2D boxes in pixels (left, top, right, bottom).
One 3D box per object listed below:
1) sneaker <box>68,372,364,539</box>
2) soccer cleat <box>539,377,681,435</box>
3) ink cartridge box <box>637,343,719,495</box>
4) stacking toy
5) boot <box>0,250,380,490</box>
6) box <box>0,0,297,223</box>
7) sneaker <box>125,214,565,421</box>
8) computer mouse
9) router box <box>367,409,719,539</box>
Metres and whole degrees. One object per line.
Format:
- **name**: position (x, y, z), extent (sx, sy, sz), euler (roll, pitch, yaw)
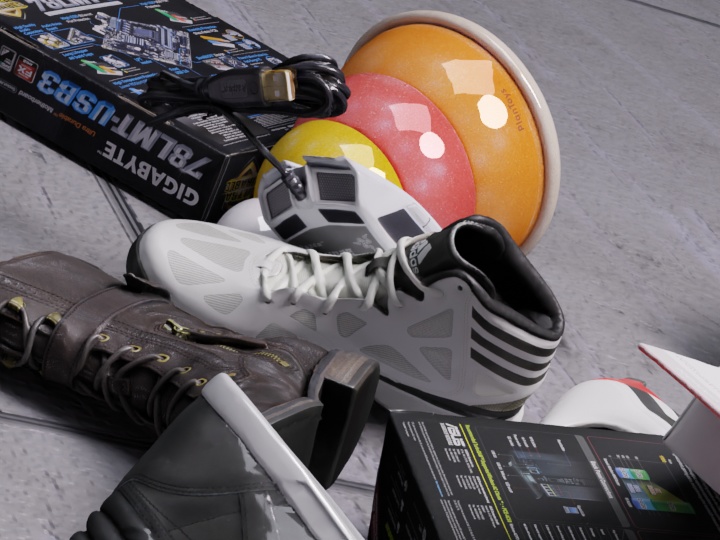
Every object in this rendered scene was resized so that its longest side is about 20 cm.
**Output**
- **sneaker**: position (-0.025, 0.140, 0.986), extent (0.200, 0.099, 0.071), euler (51, -2, 20)
- **soccer cleat**: position (0.166, 0.110, 1.299), extent (0.200, 0.069, 0.085), euler (28, 28, 25)
- **ink cartridge box**: position (0.196, 0.110, 1.083), extent (0.200, 0.045, 0.176), euler (42, 14, 27)
- **stacking toy**: position (-0.007, -0.040, 1.448), extent (0.146, 0.147, 0.200), euler (32, 37, 27)
- **boot**: position (-0.095, 0.048, 1.185), extent (0.174, 0.069, 0.200), euler (21, 14, 11)
- **box**: position (-0.111, -0.100, 1.570), extent (0.198, 0.050, 0.200), euler (29, 20, 19)
- **sneaker**: position (0.000, 0.000, 1.297), extent (0.200, 0.116, 0.076), euler (20, 46, -8)
- **computer mouse**: position (-0.009, -0.031, 1.349), extent (0.200, 0.109, 0.044), euler (50, 48, -32)
- **router box**: position (0.093, 0.127, 1.119), extent (0.149, 0.062, 0.200), euler (5, 21, -12)
